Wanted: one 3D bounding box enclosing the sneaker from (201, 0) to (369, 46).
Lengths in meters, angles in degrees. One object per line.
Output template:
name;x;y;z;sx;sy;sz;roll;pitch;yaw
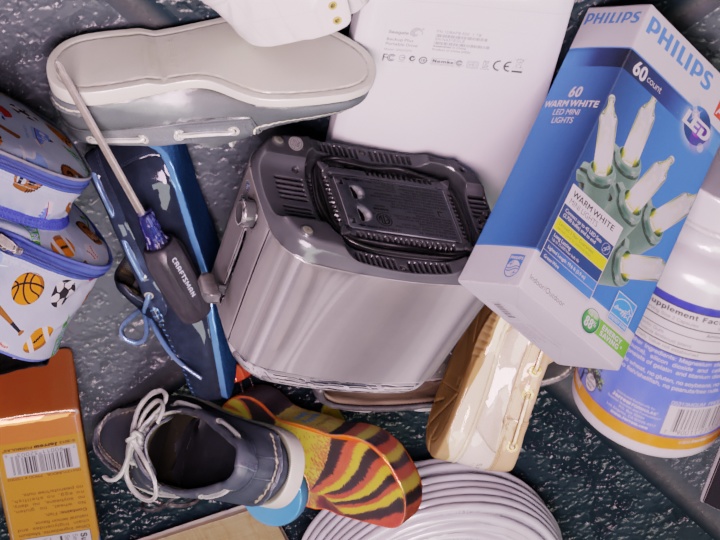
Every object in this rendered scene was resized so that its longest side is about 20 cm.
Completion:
sneaker;-0.016;-0.206;1.377;0.199;0.074;0.115;-28;132;27

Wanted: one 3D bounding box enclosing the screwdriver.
screwdriver;-0.136;-0.048;1.443;0.029;0.028;0.201;-19;123;3

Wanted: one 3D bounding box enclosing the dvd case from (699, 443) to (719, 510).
dvd case;0.282;0.044;1.592;0.025;0.150;0.201;23;129;10

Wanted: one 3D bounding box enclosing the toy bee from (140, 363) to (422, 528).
toy bee;-0.059;0.118;1.622;0.198;0.131;0.110;-3;102;1

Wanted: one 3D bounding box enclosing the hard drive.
hard drive;0.050;-0.107;1.498;0.131;0.027;0.201;4;130;-12

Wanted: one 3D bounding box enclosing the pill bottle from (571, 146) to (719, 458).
pill bottle;0.217;0.015;1.572;0.111;0.112;0.201;5;125;-14

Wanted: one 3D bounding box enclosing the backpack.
backpack;-0.243;-0.035;1.421;0.190;0.200;0.154;33;106;-35

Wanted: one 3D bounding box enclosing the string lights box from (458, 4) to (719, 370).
string lights box;0.149;-0.052;1.459;0.103;0.201;0.059;38;160;-34

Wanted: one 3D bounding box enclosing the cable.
cable;0.054;0.227;1.754;0.199;0.069;0.201;-20;131;4

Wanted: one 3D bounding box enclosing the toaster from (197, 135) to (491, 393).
toaster;0.000;0.000;1.491;0.199;0.114;0.129;6;134;-28

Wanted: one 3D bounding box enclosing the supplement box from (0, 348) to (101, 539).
supplement box;-0.217;0.150;1.652;0.068;0.067;0.201;-7;132;-7

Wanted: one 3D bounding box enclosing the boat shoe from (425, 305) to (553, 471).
boat shoe;0.110;0.040;1.571;0.069;0.074;0.201;21;100;-16

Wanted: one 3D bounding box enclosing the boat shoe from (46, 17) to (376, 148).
boat shoe;-0.090;-0.109;1.449;0.198;0.073;0.062;-2;140;-2

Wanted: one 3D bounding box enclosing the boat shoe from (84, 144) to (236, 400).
boat shoe;-0.127;-0.005;1.536;0.068;0.084;0.201;-9;115;8

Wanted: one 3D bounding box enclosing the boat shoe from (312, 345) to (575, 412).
boat shoe;0.059;0.065;1.626;0.198;0.061;0.074;4;129;-13

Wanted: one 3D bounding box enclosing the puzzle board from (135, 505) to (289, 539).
puzzle board;-0.107;0.257;1.796;0.150;0.017;0.201;-18;131;8

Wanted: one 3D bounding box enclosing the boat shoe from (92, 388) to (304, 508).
boat shoe;-0.121;0.120;1.576;0.062;0.199;0.075;16;88;-42
